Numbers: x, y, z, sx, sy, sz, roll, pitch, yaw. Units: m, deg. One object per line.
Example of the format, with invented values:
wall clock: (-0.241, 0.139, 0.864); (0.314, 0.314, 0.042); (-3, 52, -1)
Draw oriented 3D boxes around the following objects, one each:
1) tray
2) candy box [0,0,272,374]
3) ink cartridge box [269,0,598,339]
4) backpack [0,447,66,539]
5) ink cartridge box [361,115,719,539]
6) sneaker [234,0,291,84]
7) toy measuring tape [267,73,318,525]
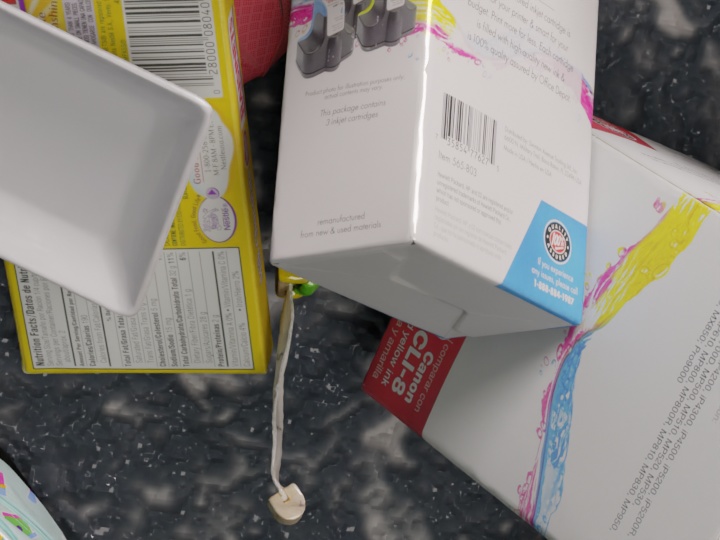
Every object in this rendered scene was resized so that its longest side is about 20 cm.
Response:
tray: (-0.155, -0.067, 0.907); (0.199, 0.022, 0.108); (26, 129, 1)
candy box: (-0.092, -0.046, 0.939); (0.101, 0.026, 0.201); (2, 125, 9)
ink cartridge box: (0.032, -0.087, 0.921); (0.115, 0.067, 0.202); (25, 64, -51)
backpack: (-0.159, 0.165, 0.979); (0.166, 0.127, 0.201); (-22, 111, -5)
ink cartridge box: (0.133, 0.045, 0.967); (0.145, 0.200, 0.145); (19, 102, -43)
sneaker: (-0.096, -0.135, 0.923); (0.199, 0.074, 0.087); (31, 99, -24)
toy measuring tape: (0.000, 0.000, 0.979); (0.073, 0.074, 0.202); (5, 79, -19)
